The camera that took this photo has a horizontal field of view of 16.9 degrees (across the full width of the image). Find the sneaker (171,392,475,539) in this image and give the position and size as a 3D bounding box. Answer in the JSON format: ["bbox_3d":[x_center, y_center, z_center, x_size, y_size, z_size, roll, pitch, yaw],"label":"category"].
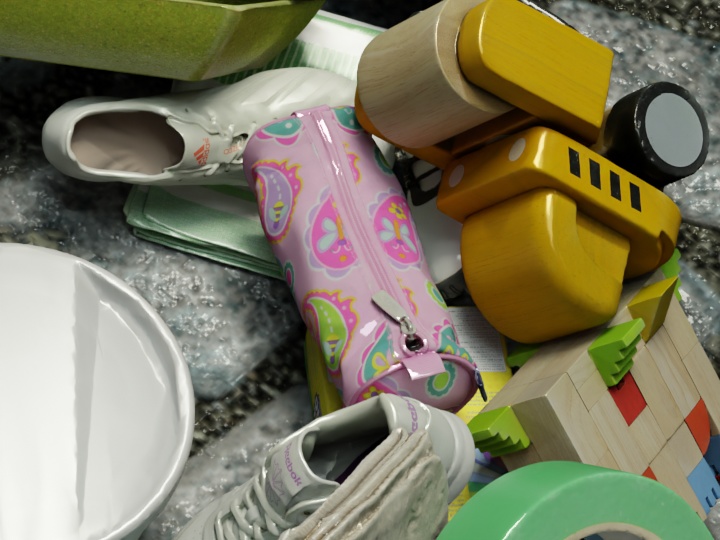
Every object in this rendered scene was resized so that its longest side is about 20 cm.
[{"bbox_3d":[-0.041,0.121,1.280,0.200,0.100,0.075,-34,59,13],"label":"sneaker"}]

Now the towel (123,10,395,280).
[{"bbox_3d":[-0.051,-0.086,1.498,0.152,0.023,0.201,16,55,-2],"label":"towel"}]

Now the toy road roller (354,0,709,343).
[{"bbox_3d":[0.090,-0.050,1.352,0.200,0.123,0.147,27,63,-26],"label":"toy road roller"}]

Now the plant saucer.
[{"bbox_3d":[-0.140,-0.148,1.435,0.199,0.048,0.200,8,10,12],"label":"plant saucer"}]

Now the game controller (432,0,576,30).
[{"bbox_3d":[0.053,-0.178,1.541,0.200,0.042,0.104,32,16,11],"label":"game controller"}]

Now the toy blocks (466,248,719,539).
[{"bbox_3d":[0.151,0.096,1.369,0.200,0.100,0.137,-42,107,-48],"label":"toy blocks"}]

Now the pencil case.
[{"bbox_3d":[0.000,0.000,1.360,0.087,0.088,0.201,-10,55,-18],"label":"pencil case"}]

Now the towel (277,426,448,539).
[{"bbox_3d":[0.001,0.186,1.217,0.034,0.201,0.132,17,37,30],"label":"towel"}]

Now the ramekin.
[{"bbox_3d":[-0.193,0.092,1.307,0.201,0.094,0.203,5,56,-8],"label":"ramekin"}]

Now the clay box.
[{"bbox_3d":[0.037,0.115,1.367,0.114,0.048,0.201,-1,57,-12],"label":"clay box"}]

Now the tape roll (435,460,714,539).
[{"bbox_3d":[0.109,0.201,1.250,0.200,0.048,0.201,-4,97,-38],"label":"tape roll"}]

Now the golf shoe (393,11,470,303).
[{"bbox_3d":[0.044,-0.070,1.457,0.094,0.078,0.201,38,39,-33],"label":"golf shoe"}]

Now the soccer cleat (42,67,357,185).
[{"bbox_3d":[-0.086,-0.078,1.420,0.199,0.078,0.070,-6,101,-11],"label":"soccer cleat"}]
